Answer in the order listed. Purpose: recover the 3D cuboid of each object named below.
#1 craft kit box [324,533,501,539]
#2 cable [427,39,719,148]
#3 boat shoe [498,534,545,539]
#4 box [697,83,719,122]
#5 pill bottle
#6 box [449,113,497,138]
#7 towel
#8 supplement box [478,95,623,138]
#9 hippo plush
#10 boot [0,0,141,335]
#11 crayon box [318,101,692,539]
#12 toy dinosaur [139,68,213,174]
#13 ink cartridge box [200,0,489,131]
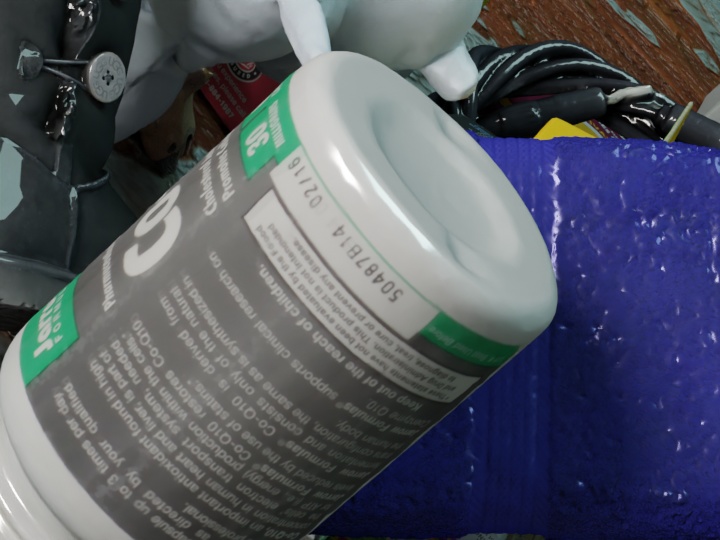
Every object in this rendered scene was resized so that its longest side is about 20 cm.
[{"bbox_3d":[0.033,0.182,1.015,0.200,0.049,0.197,49,35,3],"label":"craft kit box"},{"bbox_3d":[0.086,-0.021,1.373,0.163,0.051,0.200,39,64,3],"label":"cable"},{"bbox_3d":[0.075,0.142,1.181,0.075,0.068,0.200,43,22,-20],"label":"boat shoe"},{"bbox_3d":[0.324,-0.061,1.997,0.200,0.097,0.124,48,20,-3],"label":"box"},{"bbox_3d":[-0.043,0.034,0.953,0.113,0.200,0.113,40,22,-20],"label":"pill bottle"},{"bbox_3d":[0.000,0.000,1.209,0.060,0.117,0.200,34,17,20],"label":"box"},{"bbox_3d":[0.066,0.025,1.044,0.050,0.199,0.148,93,0,-75],"label":"towel"},{"bbox_3d":[0.100,-0.034,1.519,0.110,0.086,0.200,51,21,9],"label":"supplement box"},{"bbox_3d":[-0.029,-0.140,1.185,0.160,0.200,0.160,-7,87,-41],"label":"hippo plush"},{"bbox_3d":[-0.095,-0.076,1.069,0.165,0.065,0.201,23,69,-65],"label":"boot"},{"bbox_3d":[0.057,0.021,1.170,0.051,0.200,0.126,29,20,6],"label":"crayon box"},{"bbox_3d":[-0.117,-0.150,1.310,0.200,0.086,0.136,43,27,2],"label":"toy dinosaur"},{"bbox_3d":[-0.006,-0.171,1.389,0.145,0.200,0.083,55,22,18],"label":"ink cartridge box"}]
